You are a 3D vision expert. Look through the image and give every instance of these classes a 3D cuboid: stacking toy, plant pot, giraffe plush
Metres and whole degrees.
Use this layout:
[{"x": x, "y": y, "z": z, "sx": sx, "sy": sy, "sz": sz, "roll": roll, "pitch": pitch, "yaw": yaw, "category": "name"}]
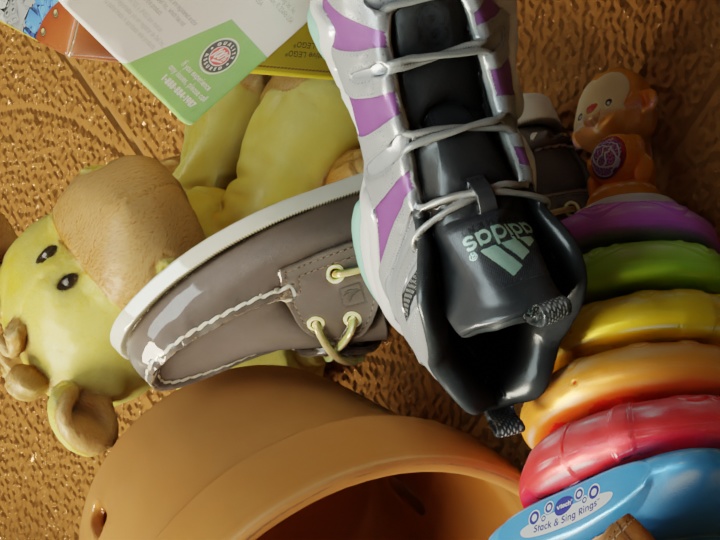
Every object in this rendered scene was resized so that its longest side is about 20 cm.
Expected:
[{"x": 0.105, "y": 0.013, "z": 1.035, "sx": 0.116, "sy": 0.109, "sz": 0.201, "roll": -29, "pitch": 58, "yaw": 44, "category": "stacking toy"}, {"x": -0.025, "y": 0.128, "z": 1.105, "sx": 0.140, "sy": 0.199, "sz": 0.201, "roll": 47, "pitch": 123, "yaw": 52, "category": "plant pot"}, {"x": -0.084, "y": 0.001, "z": 1.181, "sx": 0.172, "sy": 0.162, "sz": 0.201, "roll": 29, "pitch": 110, "yaw": 44, "category": "giraffe plush"}]

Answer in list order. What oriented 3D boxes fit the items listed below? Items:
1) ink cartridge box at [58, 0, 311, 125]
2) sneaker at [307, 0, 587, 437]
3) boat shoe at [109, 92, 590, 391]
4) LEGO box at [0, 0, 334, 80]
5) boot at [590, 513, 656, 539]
[{"x": -0.024, "y": -0.157, "z": 0.966, "sx": 0.200, "sy": 0.117, "sz": 0.067, "roll": -41, "pitch": 63, "yaw": 2, "category": "ink cartridge box"}, {"x": 0.040, "y": -0.033, "z": 0.960, "sx": 0.140, "sy": 0.077, "sz": 0.201, "roll": -118, "pitch": 12, "yaw": -52, "category": "sneaker"}, {"x": 0.000, "y": 0.000, "z": 1.091, "sx": 0.060, "sy": 0.199, "sz": 0.072, "roll": 61, "pitch": 170, "yaw": 18, "category": "boat shoe"}, {"x": -0.072, "y": -0.137, "z": 1.142, "sx": 0.149, "sy": 0.199, "sz": 0.078, "roll": 29, "pitch": 110, "yaw": 44, "category": "LEGO box"}, {"x": 0.110, "y": 0.168, "z": 0.971, "sx": 0.155, "sy": 0.074, "sz": 0.200, "roll": 45, "pitch": 147, "yaw": 7, "category": "boot"}]
